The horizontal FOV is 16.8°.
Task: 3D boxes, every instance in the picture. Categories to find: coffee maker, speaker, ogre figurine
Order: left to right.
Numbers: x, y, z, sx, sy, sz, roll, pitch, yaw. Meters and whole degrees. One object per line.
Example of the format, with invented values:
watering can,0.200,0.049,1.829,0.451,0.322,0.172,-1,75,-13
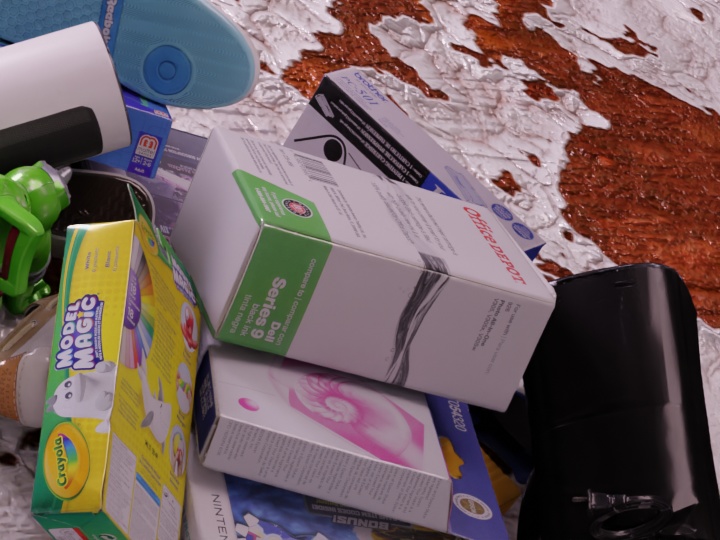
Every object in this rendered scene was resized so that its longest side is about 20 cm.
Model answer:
speaker,-0.243,-0.085,1.464,0.199,0.082,0.081,-17,47,-11
ogre figurine,-0.234,-0.005,1.411,0.199,0.120,0.098,3,40,-43
coffee maker,0.169,0.100,1.532,0.134,0.193,0.201,-1,59,-8

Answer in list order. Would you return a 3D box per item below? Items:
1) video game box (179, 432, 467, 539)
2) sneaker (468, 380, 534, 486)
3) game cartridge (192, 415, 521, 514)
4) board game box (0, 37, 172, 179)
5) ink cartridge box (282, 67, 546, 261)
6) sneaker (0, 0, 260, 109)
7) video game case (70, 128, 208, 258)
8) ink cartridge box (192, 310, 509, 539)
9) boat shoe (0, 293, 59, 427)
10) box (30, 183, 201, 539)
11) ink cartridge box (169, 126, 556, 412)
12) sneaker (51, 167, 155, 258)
video game box,-0.011,0.187,1.393,0.199,0.047,0.183,11,46,-28
sneaker,0.087,0.066,1.673,0.200,0.075,0.088,46,32,22
game cartridge,-0.011,0.101,1.550,0.200,0.033,0.176,45,34,16
board game box,-0.210,-0.125,1.612,0.151,0.045,0.200,16,13,-16
ink cartridge box,0.031,-0.047,1.766,0.200,0.094,0.044,44,31,17
sneaker,-0.148,-0.169,1.611,0.199,0.080,0.131,23,14,6
video game case,-0.127,-0.036,1.670,0.142,0.019,0.201,15,33,-30
ink cartridge box,-0.006,0.078,1.466,0.199,0.044,0.197,16,23,-16
boat shoe,-0.170,0.041,1.447,0.068,0.075,0.200,3,12,11
box,-0.131,0.064,1.346,0.048,0.118,0.201,-3,60,16
ink cartridge box,0.000,0.000,1.482,0.199,0.085,0.146,16,20,-22
sneaker,-0.231,-0.043,1.548,0.199,0.073,0.085,17,-11,-6
